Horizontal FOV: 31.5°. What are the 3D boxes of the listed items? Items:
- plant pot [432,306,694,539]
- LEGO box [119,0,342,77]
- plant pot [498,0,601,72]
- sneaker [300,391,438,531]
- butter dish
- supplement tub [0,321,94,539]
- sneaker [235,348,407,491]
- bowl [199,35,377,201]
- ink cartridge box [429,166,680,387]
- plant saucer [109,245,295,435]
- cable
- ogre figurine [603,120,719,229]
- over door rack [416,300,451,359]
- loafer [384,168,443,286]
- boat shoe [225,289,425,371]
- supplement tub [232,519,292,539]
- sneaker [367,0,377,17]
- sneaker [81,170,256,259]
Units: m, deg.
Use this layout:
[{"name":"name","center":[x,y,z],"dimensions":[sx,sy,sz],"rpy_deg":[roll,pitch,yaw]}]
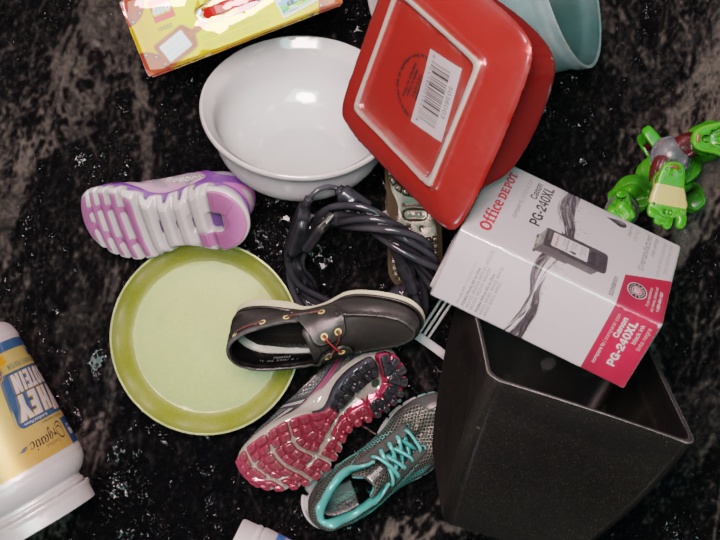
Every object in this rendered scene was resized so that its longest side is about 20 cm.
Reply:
[{"name":"plant pot","center":[0.166,0.151,1.207],"dimensions":[0.198,0.200,0.178],"rpy_deg":[18,113,-11]},{"name":"LEGO box","center":[-0.125,-0.266,1.263],"dimensions":[0.199,0.149,0.078],"rpy_deg":[-21,103,1]},{"name":"plant pot","center":[0.142,-0.281,1.258],"dimensions":[0.133,0.200,0.202],"rpy_deg":[-12,91,27]},{"name":"sneaker","center":[0.025,0.202,1.301],"dimensions":[0.200,0.091,0.078],"rpy_deg":[-42,91,1]},{"name":"butter dish","center":[0.102,-0.169,1.156],"dimensions":[0.200,0.147,0.201],"rpy_deg":[49,132,35]},{"name":"supplement tub","center":[-0.368,0.169,1.281],"dimensions":[0.144,0.145,0.201],"rpy_deg":[-29,91,1]},{"name":"sneaker","center":[-0.041,0.149,1.308],"dimensions":[0.199,0.075,0.081],"rpy_deg":[-36,116,-3]},{"name":"bowl","center":[-0.060,-0.136,1.279],"dimensions":[0.199,0.091,0.202],"rpy_deg":[1,50,-1]},{"name":"ink cartridge box","center":[0.182,-0.002,1.185],"dimensions":[0.199,0.145,0.084],"rpy_deg":[26,127,4]},{"name":"plant saucer","center":[-0.161,0.070,1.333],"dimensions":[0.198,0.031,0.202],"rpy_deg":[0,91,0]},{"name":"cable","center":[0.000,0.000,1.267],"dimensions":[0.162,0.201,0.051],"rpy_deg":[22,51,1]},{"name":"ogre figurine","center":[0.320,-0.105,1.279],"dimensions":[0.098,0.120,0.201],"rpy_deg":[35,93,-4]},{"name":"over door rack","center":[0.161,0.058,1.310],"dimensions":[0.199,0.067,0.148],"rpy_deg":[35,92,0]},{"name":"loafer","center":[0.057,-0.080,1.309],"dimensions":[0.075,0.067,0.202],"rpy_deg":[8,92,-1]},{"name":"boat shoe","center":[-0.035,0.065,1.259],"dimensions":[0.200,0.063,0.074],"rpy_deg":[-4,128,15]},{"name":"supplement tub","center":[-0.058,0.351,1.285],"dimensions":[0.199,0.132,0.133],"rpy_deg":[27,91,0]},{"name":"sneaker","center":[0.030,-0.326,1.307],"dimensions":[0.073,0.112,0.200],"rpy_deg":[-21,124,25]},{"name":"sneaker","center":[-0.191,-0.066,1.313],"dimensions":[0.199,0.089,0.081],"rpy_deg":[0,120,22]}]
